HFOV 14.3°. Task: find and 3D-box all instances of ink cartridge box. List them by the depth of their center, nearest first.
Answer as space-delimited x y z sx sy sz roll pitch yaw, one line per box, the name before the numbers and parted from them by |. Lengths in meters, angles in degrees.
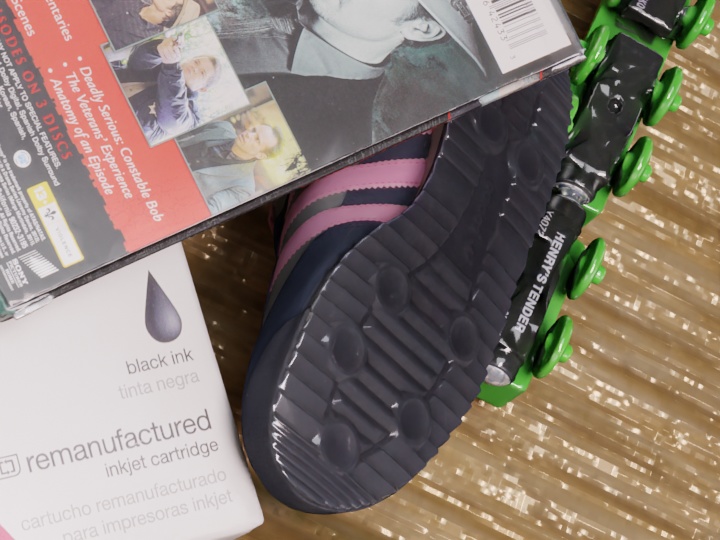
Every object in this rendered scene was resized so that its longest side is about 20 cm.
ink cartridge box | -0.132 0.002 0.828 0.144 0.084 0.201 -12 80 -28

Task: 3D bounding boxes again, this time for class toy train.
toy train | 0.075 -0.044 0.952 0.042 0.056 0.200 29 65 -8

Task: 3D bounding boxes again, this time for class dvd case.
dvd case | -0.047 -0.088 0.826 0.200 0.022 0.146 -26 87 -23

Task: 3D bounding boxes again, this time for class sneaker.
sneaker | 0.000 0.000 0.878 0.070 0.082 0.200 53 45 -25
